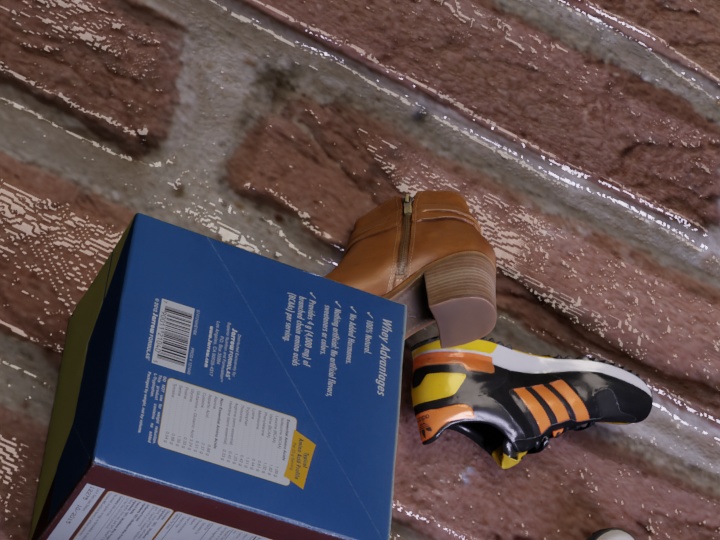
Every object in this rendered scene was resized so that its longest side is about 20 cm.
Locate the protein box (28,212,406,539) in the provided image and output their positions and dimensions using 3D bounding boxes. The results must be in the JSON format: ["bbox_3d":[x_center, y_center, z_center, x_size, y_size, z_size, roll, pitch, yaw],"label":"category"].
[{"bbox_3d":[-0.091,0.103,1.375,0.200,0.135,0.199,19,50,-18],"label":"protein box"}]

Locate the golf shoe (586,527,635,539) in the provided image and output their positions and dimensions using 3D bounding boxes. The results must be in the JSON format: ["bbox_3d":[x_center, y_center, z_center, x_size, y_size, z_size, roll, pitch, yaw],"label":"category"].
[{"bbox_3d":[0.197,0.260,1.464,0.078,0.095,0.200,16,50,-19],"label":"golf shoe"}]

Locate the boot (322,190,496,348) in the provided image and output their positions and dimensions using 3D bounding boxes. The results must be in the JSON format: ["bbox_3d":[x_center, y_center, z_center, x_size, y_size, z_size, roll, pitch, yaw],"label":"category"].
[{"bbox_3d":[0.000,0.000,1.540,0.200,0.077,0.155,-13,35,3],"label":"boot"}]

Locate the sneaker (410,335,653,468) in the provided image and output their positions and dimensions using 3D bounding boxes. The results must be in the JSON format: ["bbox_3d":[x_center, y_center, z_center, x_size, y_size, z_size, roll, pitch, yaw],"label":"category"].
[{"bbox_3d":[0.126,0.109,1.556,0.200,0.070,0.090,13,68,-22],"label":"sneaker"}]
